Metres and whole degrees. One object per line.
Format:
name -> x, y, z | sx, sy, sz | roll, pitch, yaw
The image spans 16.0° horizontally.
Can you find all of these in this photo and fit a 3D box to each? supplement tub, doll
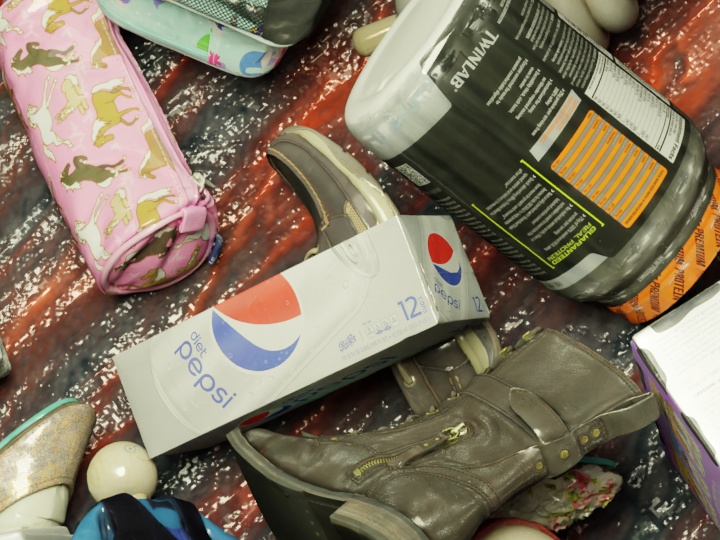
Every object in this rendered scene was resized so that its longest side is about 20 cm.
supplement tub -> 0.101, -0.067, 1.386 | 0.200, 0.122, 0.123 | 38, 76, -14
doll -> -0.092, 0.167, 1.370 | 0.200, 0.136, 0.049 | 51, 123, 38

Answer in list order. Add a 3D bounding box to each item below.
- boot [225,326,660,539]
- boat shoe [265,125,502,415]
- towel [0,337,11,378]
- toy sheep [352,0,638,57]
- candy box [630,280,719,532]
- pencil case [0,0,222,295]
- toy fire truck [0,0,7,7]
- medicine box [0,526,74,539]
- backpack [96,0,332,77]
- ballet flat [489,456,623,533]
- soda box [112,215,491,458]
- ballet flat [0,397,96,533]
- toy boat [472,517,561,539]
boot -> 0.041, 0.088, 1.328 | 0.174, 0.070, 0.200 | -37, 34, -22
boat shoe -> 0.000, 0.000, 1.446 | 0.073, 0.075, 0.200 | -37, 63, -6
towel -> -0.307, 0.015, 1.502 | 0.165, 0.086, 0.201 | -24, 63, -1
toy sheep -> 0.088, -0.169, 1.474 | 0.199, 0.138, 0.139 | -25, 63, 16
candy box -> 0.226, 0.122, 1.291 | 0.071, 0.168, 0.201 | -32, 65, -2
pencil case -> -0.152, -0.083, 1.510 | 0.086, 0.083, 0.201 | -21, 63, -14
toy fire truck -> -0.198, -0.249, 1.558 | 0.049, 0.141, 0.201 | 25, 74, 21
medicine box -> -0.242, 0.242, 1.349 | 0.198, 0.103, 0.184 | -11, 84, 8
backpack -> -0.092, -0.221, 1.494 | 0.199, 0.151, 0.178 | 25, 43, 4
ballet flat -> 0.045, 0.130, 1.387 | 0.199, 0.076, 0.064 | 1, 76, 23
soda box -> -0.034, 0.036, 1.393 | 0.199, 0.068, 0.064 | -26, 80, 27
ballet flat -> -0.214, 0.156, 1.433 | 0.200, 0.068, 0.067 | -40, 68, 5
toy boat -> 0.040, 0.224, 1.330 | 0.130, 0.130, 0.201 | 8, 65, 48
